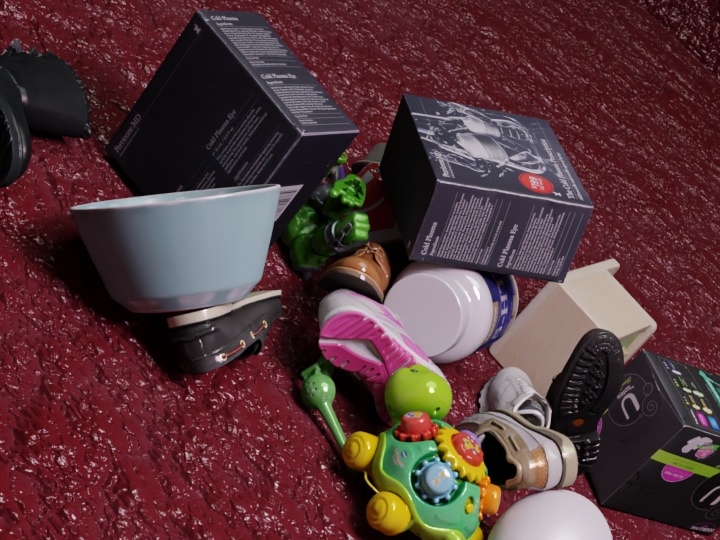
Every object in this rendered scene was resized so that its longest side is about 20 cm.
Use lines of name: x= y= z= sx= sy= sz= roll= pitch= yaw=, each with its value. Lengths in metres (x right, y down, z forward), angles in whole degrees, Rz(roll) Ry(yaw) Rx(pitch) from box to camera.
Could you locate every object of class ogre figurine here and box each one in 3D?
ogre figurine: x=-0.052 y=-0.075 z=1.813 sx=0.098 sy=0.120 sz=0.200 roll=-3 pitch=48 yaw=-49

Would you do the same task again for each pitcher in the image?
pitcher: x=0.178 y=0.313 z=1.541 sx=0.172 sy=0.121 sz=0.200 roll=63 pitch=33 yaw=-8

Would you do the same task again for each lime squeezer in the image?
lime squeezer: x=-0.030 y=0.116 z=1.640 sx=0.071 sy=0.038 sz=0.200 roll=28 pitch=28 yaw=-22

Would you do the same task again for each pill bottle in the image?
pill bottle: x=0.096 y=0.040 z=1.794 sx=0.120 sy=0.120 sz=0.200 roll=45 pitch=17 yaw=10

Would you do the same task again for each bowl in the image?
bowl: x=-0.168 y=-0.020 z=1.536 sx=0.201 sy=0.200 sz=0.105 roll=-17 pitch=101 yaw=-59

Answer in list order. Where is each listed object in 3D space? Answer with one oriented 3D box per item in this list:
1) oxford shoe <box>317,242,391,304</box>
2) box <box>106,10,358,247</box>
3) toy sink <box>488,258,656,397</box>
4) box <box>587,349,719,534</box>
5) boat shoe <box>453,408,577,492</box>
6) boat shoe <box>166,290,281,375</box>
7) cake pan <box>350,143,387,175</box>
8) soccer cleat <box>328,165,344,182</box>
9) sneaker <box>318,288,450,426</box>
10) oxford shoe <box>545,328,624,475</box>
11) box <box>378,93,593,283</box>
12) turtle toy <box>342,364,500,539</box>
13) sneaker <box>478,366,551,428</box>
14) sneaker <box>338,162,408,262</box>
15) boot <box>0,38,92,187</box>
oxford shoe: x=0.000 y=0.000 z=1.723 sx=0.071 sy=0.071 sz=0.200 roll=21 pitch=-5 yaw=4
box: x=-0.136 y=-0.137 z=1.691 sx=0.182 sy=0.200 sz=0.104 roll=50 pitch=30 yaw=18
toy sink: x=0.273 y=0.079 z=1.986 sx=0.112 sy=0.130 sz=0.200 roll=48 pitch=27 yaw=16
box: x=0.372 y=0.203 z=1.900 sx=0.200 sy=0.149 sz=0.124 roll=18 pitch=35 yaw=-36
boat shoe: x=0.136 y=0.182 z=1.639 sx=0.068 sy=0.200 sz=0.075 roll=-5 pitch=91 yaw=-26
boat shoe: x=-0.127 y=0.057 z=1.582 sx=0.201 sy=0.073 sz=0.063 roll=-26 pitch=101 yaw=-70
cake pan: x=0.085 y=-0.098 z=1.988 sx=0.200 sy=0.037 sz=0.200 roll=25 pitch=-11 yaw=5
soccer cleat: x=-0.053 y=-0.143 z=1.948 sx=0.073 sy=0.068 sz=0.200 roll=20 pitch=19 yaw=-35
sneaker: x=0.026 y=0.085 z=1.673 sx=0.200 sy=0.081 sz=0.088 roll=50 pitch=14 yaw=-35
oxford shoe: x=0.237 y=0.132 z=1.800 sx=0.072 sy=0.200 sz=0.085 roll=1 pitch=40 yaw=-15
box: x=0.134 y=-0.092 z=1.789 sx=0.182 sy=0.104 sz=0.200 roll=8 pitch=31 yaw=-17
turtle toy: x=0.065 y=0.182 z=1.573 sx=0.146 sy=0.101 sz=0.200 roll=25 pitch=30 yaw=-41
sneaker: x=0.179 y=0.159 z=1.797 sx=0.076 sy=0.081 sz=0.200 roll=33 pitch=26 yaw=-10
sneaker: x=0.065 y=-0.074 z=1.892 sx=0.199 sy=0.071 sz=0.113 roll=-9 pitch=63 yaw=-4
boot: x=-0.337 y=-0.157 z=1.630 sx=0.162 sy=0.073 sz=0.198 roll=7 pitch=41 yaw=-52
